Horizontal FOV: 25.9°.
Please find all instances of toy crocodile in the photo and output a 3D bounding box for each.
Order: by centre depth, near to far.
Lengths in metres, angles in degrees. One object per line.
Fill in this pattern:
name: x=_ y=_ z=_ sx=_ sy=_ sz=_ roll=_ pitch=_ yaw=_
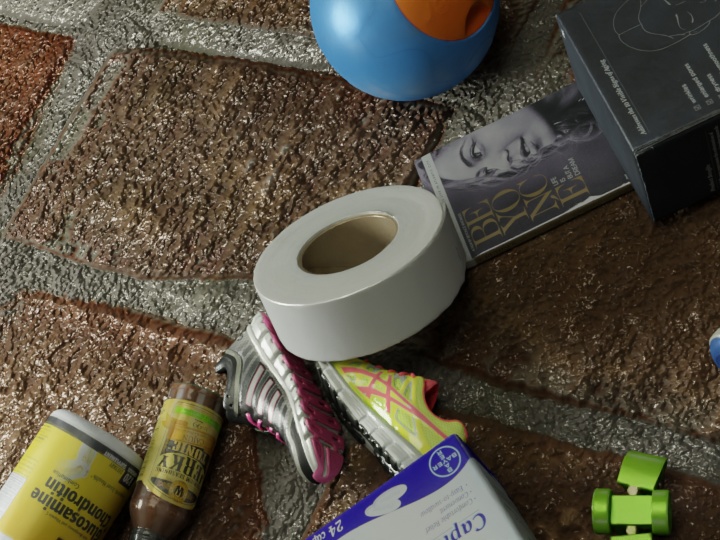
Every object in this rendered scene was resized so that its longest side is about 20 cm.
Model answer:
toy crocodile: x=0.232 y=0.247 z=1.320 sx=0.067 sy=0.062 sz=0.201 roll=-3 pitch=64 yaw=18

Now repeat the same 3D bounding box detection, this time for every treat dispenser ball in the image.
treat dispenser ball: x=0.046 y=-0.279 z=1.645 sx=0.200 sy=0.201 sz=0.202 roll=-12 pitch=56 yaw=19

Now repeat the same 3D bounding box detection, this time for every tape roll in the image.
tape roll: x=0.000 y=0.000 z=1.528 sx=0.202 sy=0.071 sz=0.203 roll=-18 pitch=28 yaw=10

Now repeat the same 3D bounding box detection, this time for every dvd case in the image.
dvd case: x=0.165 y=-0.099 z=1.592 sx=0.199 sy=0.016 sz=0.149 roll=-26 pitch=53 yaw=10

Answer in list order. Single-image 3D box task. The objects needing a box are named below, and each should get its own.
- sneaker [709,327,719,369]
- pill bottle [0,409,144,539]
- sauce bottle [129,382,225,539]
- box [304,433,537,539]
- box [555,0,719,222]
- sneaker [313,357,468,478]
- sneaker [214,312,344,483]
sneaker: x=0.350 y=0.133 z=1.317 sx=0.111 sy=0.077 sz=0.200 roll=-42 pitch=58 yaw=-15
pill bottle: x=-0.308 y=0.247 z=1.546 sx=0.112 sy=0.112 sz=0.200 roll=21 pitch=71 yaw=34
sauce bottle: x=-0.188 y=0.212 z=1.542 sx=0.064 sy=0.065 sz=0.201 roll=3 pitch=63 yaw=27
box: x=0.072 y=0.279 z=1.345 sx=0.184 sy=0.105 sz=0.200 roll=-36 pitch=52 yaw=2
box: x=0.320 y=-0.188 z=1.496 sx=0.196 sy=0.124 sz=0.201 roll=-24 pitch=53 yaw=4
sneaker: x=0.029 y=0.125 z=1.490 sx=0.090 sy=0.078 sz=0.200 roll=-35 pitch=55 yaw=-12
sneaker: x=-0.085 y=0.139 z=1.533 sx=0.087 sy=0.074 sz=0.200 roll=-38 pitch=54 yaw=12
